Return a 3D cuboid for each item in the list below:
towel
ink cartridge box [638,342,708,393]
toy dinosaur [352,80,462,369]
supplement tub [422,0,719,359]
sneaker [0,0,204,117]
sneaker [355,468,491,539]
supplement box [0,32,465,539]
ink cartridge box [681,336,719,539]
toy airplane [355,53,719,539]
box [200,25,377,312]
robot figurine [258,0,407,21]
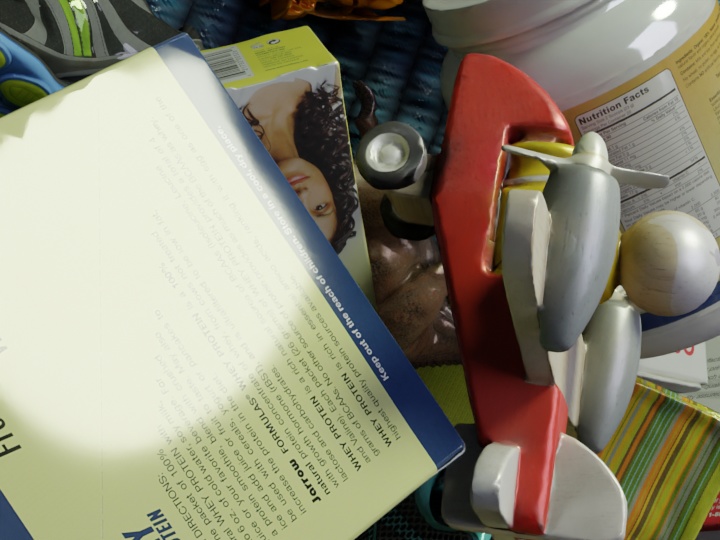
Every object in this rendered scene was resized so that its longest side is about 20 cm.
[{"bbox_3d":[0.107,0.085,0.942,0.199,0.018,0.087,24,93,-13],"label":"towel"},{"bbox_3d":[0.130,-0.030,1.042,0.145,0.083,0.202,13,70,-45],"label":"ink cartridge box"},{"bbox_3d":[0.000,0.000,0.861,0.135,0.086,0.200,-43,113,-13],"label":"toy dinosaur"},{"bbox_3d":[0.126,-0.073,0.876,0.144,0.144,0.201,-48,118,-44],"label":"supplement tub"},{"bbox_3d":[-0.141,-0.098,0.773,0.199,0.071,0.083,11,58,-48],"label":"sneaker"},{"bbox_3d":[0.027,0.116,0.828,0.078,0.091,0.200,41,14,-25],"label":"sneaker"},{"bbox_3d":[-0.109,0.054,0.657,0.199,0.134,0.201,-33,88,-42],"label":"supplement box"},{"bbox_3d":[0.238,0.108,1.084,0.084,0.144,0.201,52,47,-28],"label":"ink cartridge box"},{"bbox_3d":[0.087,0.020,0.741,0.200,0.140,0.200,-91,165,-67],"label":"toy airplane"},{"bbox_3d":[-0.034,-0.001,0.776,0.075,0.050,0.201,-16,121,-10],"label":"box"},{"bbox_3d":[0.042,-0.176,0.944,0.199,0.145,0.059,-6,71,-39],"label":"robot figurine"}]
